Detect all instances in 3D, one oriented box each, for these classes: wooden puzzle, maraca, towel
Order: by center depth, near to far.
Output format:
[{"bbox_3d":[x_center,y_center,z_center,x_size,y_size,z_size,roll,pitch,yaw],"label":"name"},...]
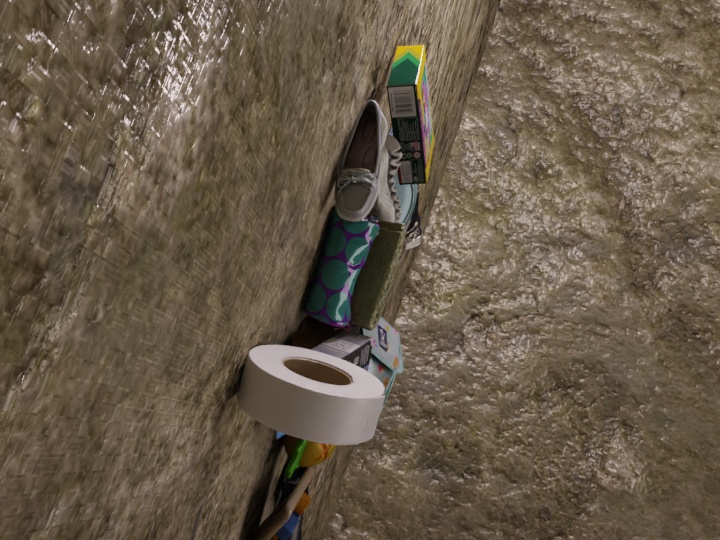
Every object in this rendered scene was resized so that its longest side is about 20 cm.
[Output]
[{"bbox_3d":[0.000,0.000,1.667,0.036,0.148,0.201,25,81,-54],"label":"towel"},{"bbox_3d":[-0.158,0.492,1.789,0.200,0.046,0.185,-53,178,17],"label":"wooden puzzle"},{"bbox_3d":[-0.101,0.329,1.813,0.200,0.107,0.137,-41,152,-70],"label":"maraca"}]

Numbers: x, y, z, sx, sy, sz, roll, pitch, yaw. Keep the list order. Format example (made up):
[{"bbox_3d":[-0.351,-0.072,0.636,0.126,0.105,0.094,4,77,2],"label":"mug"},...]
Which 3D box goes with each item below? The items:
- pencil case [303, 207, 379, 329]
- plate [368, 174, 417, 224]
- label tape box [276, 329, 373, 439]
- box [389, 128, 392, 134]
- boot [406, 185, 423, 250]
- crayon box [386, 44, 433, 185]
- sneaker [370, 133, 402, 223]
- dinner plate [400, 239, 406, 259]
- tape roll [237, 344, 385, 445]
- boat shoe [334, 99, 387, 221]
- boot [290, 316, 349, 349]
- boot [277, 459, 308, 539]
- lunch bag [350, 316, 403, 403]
[{"bbox_3d":[-0.031,-0.005,1.608,0.085,0.092,0.201,22,-86,66],"label":"pencil case"},{"bbox_3d":[0.051,-0.133,1.785,0.200,0.026,0.201,-23,123,-41],"label":"plate"},{"bbox_3d":[-0.057,0.199,1.572,0.200,0.063,0.145,-26,128,-61],"label":"label tape box"},{"bbox_3d":[0.058,-0.206,1.997,0.137,0.038,0.200,89,20,-66],"label":"box"},{"bbox_3d":[0.046,-0.105,1.874,0.203,0.073,0.154,-20,123,-35],"label":"boot"},{"bbox_3d":[0.094,-0.288,1.712,0.173,0.058,0.200,-78,163,-53],"label":"crayon box"},{"bbox_3d":[0.026,-0.147,1.681,0.081,0.075,0.201,-20,123,-28],"label":"sneaker"},{"bbox_3d":[0.009,0.000,1.801,0.200,0.024,0.200,-36,160,-15],"label":"dinner plate"},{"bbox_3d":[-0.069,0.172,1.307,0.202,0.202,0.071,-32,139,-79],"label":"tape roll"},{"bbox_3d":[0.000,-0.179,1.523,0.065,0.074,0.203,68,36,-69],"label":"boat shoe"},{"bbox_3d":[-0.086,0.174,1.657,0.200,0.076,0.156,-44,150,-69],"label":"boot"},{"bbox_3d":[-0.150,0.513,2.011,0.163,0.073,0.199,101,3,-57],"label":"boot"},{"bbox_3d":[-0.006,0.171,1.787,0.170,0.122,0.200,41,73,-47],"label":"lunch bag"}]
